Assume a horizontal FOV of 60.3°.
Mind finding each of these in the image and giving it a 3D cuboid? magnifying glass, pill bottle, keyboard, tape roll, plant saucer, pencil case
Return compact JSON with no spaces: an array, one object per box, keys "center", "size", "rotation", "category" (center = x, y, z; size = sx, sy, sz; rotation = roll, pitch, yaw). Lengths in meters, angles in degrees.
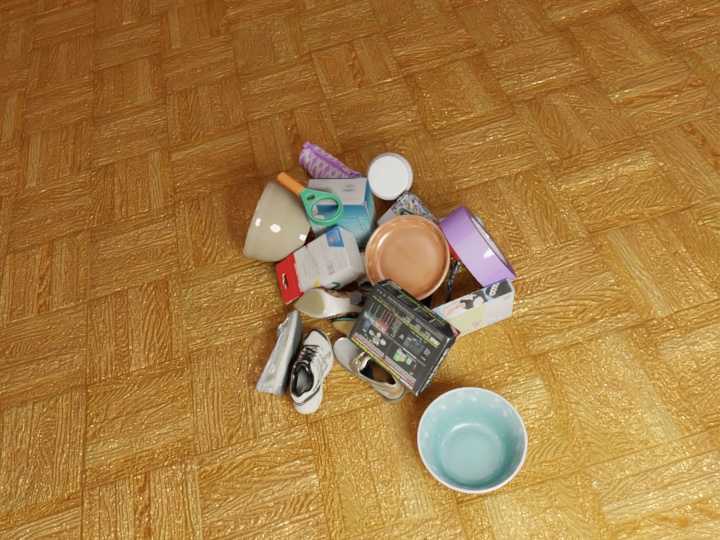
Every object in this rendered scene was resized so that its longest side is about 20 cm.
[{"center":[-0.118,-0.167,1.404],"size":[0.080,0.022,0.200],"rotation":[-43,58,-16],"category":"magnifying glass"},{"center":[0.074,-0.233,1.535],"size":[0.114,0.200,0.114],"rotation":[1,99,5],"category":"pill bottle"},{"center":[0.159,0.026,1.410],"size":[0.127,0.021,0.200],"rotation":[13,88,22],"category":"keyboard"},{"center":[0.261,-0.047,1.376],"size":[0.066,0.200,0.200],"rotation":[-37,53,16],"category":"tape roll"},{"center":[0.107,-0.026,1.407],"size":[0.200,0.037,0.201],"rotation":[-3,81,21],"category":"plant saucer"},{"center":[-0.079,-0.267,1.670],"size":[0.200,0.086,0.084],"rotation":[35,70,30],"category":"pencil case"}]

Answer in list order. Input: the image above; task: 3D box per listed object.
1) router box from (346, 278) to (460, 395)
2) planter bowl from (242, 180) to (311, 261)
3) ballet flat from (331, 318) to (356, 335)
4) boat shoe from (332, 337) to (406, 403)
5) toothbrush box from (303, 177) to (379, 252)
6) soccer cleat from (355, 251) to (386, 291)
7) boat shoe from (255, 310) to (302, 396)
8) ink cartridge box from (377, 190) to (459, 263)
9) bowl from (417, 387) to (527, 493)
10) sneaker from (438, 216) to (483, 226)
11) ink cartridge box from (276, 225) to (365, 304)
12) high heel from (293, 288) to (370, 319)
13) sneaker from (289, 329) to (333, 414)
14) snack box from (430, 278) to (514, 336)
[{"center":[0.086,0.134,1.277],"size":[0.200,0.150,0.062],"rotation":[38,26,22],"category":"router box"},{"center":[-0.192,-0.105,1.533],"size":[0.135,0.200,0.200],"rotation":[20,59,-5],"category":"planter bowl"},{"center":[0.032,0.136,1.387],"size":[0.200,0.069,0.063],"rotation":[-3,77,11],"category":"ballet flat"},{"center":[0.017,0.202,1.340],"size":[0.200,0.068,0.075],"rotation":[33,67,28],"category":"boat shoe"},{"center":[-0.041,-0.128,1.497],"size":[0.146,0.200,0.085],"rotation":[1,57,13],"category":"toothbrush box"},{"center":[0.000,0.000,1.484],"size":[0.200,0.069,0.078],"rotation":[26,68,23],"category":"soccer cleat"},{"center":[-0.178,0.180,1.393],"size":[0.065,0.074,0.202],"rotation":[7,65,11],"category":"boat shoe"},{"center":[0.142,-0.080,1.467],"size":[0.109,0.050,0.200],"rotation":[-46,68,19],"category":"ink cartridge box"},{"center":[0.214,0.337,1.186],"size":[0.200,0.105,0.201],"rotation":[-6,55,8],"category":"bowl"},{"center":[0.199,-0.104,1.504],"size":[0.200,0.082,0.074],"rotation":[-8,54,6],"category":"sneaker"},{"center":[-0.098,-0.003,1.466],"size":[0.200,0.067,0.116],"rotation":[-29,61,24],"category":"ink cartridge box"},{"center":[-0.043,0.083,1.432],"size":[0.200,0.142,0.072],"rotation":[-7,77,32],"category":"high heel"},{"center":[-0.107,0.207,1.350],"size":[0.076,0.088,0.200],"rotation":[-3,54,11],"category":"sneaker"},{"center":[0.233,0.095,1.340],"size":[0.200,0.116,0.037],"rotation":[-21,58,-4],"category":"snack box"}]
